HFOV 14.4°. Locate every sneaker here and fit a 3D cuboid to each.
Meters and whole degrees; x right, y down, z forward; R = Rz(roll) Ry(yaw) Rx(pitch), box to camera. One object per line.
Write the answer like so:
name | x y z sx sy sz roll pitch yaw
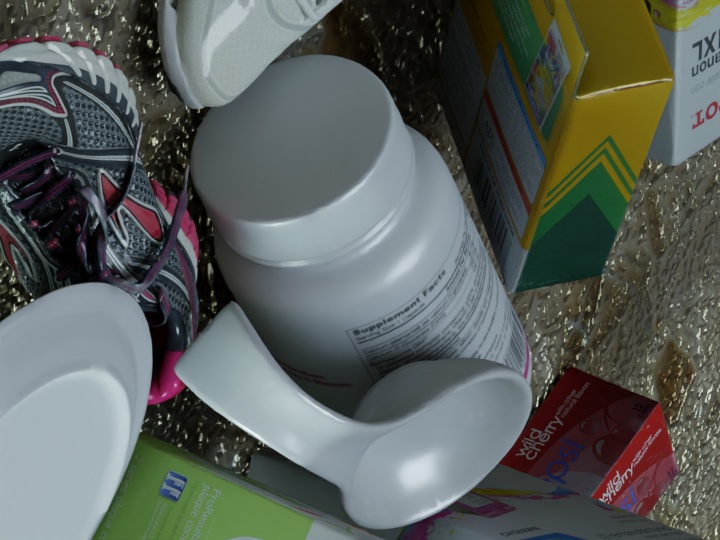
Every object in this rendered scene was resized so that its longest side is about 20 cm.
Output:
sneaker | -0.015 -0.151 1.238 0.200 0.081 0.075 -56 146 -16
sneaker | -0.111 -0.022 1.150 0.200 0.080 0.075 54 20 -51

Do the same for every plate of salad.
plate of salad | -0.152 0.089 1.116 0.200 0.048 0.200 -45 154 -30

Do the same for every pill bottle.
pill bottle | 0.000 0.000 1.310 0.113 0.113 0.200 -53 143 -21

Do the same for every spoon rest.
spoon rest | 0.005 0.068 1.233 0.099 0.061 0.200 -48 143 16

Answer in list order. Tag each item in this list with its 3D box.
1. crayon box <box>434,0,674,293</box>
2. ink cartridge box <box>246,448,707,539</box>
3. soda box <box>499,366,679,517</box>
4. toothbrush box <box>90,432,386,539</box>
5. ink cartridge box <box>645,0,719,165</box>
crayon box | 0.088 -0.095 1.305 0.051 0.126 0.200 -11 152 -14
ink cartridge box | 0.055 0.148 1.393 0.144 0.200 0.085 -1 105 -55
soda box | 0.093 0.152 1.569 0.200 0.063 0.070 -51 143 -25
toothbrush box | -0.044 0.140 1.248 0.146 0.200 0.086 29 84 -55
ink cartridge box | 0.163 -0.173 1.387 0.146 0.083 0.200 -33 132 -40
